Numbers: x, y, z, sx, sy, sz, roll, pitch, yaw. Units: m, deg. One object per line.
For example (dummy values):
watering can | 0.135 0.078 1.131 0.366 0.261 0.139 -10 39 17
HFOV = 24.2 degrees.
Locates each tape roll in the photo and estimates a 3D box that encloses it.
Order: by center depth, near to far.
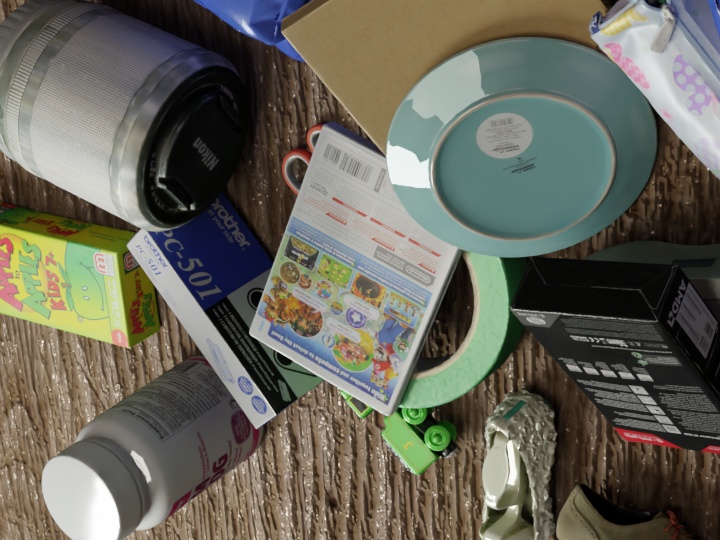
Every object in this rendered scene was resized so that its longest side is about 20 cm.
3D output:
tape roll | 0.038 0.011 1.370 0.200 0.048 0.201 8 109 25

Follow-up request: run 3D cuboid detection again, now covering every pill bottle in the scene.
pill bottle | -0.191 0.168 1.548 0.113 0.200 0.114 18 122 30

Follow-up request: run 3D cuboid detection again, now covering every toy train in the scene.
toy train | 0.005 0.093 1.457 0.056 0.042 0.200 -43 82 12

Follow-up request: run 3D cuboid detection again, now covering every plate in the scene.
plate | 0.118 -0.080 1.227 0.200 0.026 0.200 0 131 0

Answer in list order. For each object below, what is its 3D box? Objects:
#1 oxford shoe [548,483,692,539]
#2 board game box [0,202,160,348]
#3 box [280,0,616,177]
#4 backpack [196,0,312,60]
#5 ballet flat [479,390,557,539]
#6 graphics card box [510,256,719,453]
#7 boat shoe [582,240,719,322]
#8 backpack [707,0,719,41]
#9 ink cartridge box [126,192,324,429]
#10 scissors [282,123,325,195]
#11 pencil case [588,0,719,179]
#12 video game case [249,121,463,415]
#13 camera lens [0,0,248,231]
oxford shoe | 0.247 0.233 1.335 0.200 0.070 0.075 20 103 18
board game box | -0.292 0.003 1.646 0.200 0.048 0.102 12 119 33
box | 0.070 -0.167 1.190 0.200 0.021 0.164 -30 120 23
backpack | -0.085 -0.274 1.259 0.200 0.168 0.163 36 123 18
ballet flat | 0.124 0.194 1.411 0.072 0.072 0.200 15 121 32
graphics card box | 0.209 0.064 1.217 0.125 0.051 0.200 4 151 41
boat shoe | 0.236 0.023 1.233 0.201 0.070 0.072 -1 121 43
backpack | 0.308 -0.156 1.026 0.168 0.163 0.200 -12 115 32
ink cartridge box | -0.110 0.031 1.486 0.200 0.094 0.044 54 140 2
scissors | -0.009 -0.026 1.417 0.073 0.014 0.200 -27 84 37
pencil case | 0.247 -0.118 1.130 0.200 0.083 0.091 49 170 -5
video game case | 0.000 0.000 1.348 0.143 0.018 0.200 29 116 17
camera lens | -0.209 -0.136 1.435 0.200 0.160 0.160 25 125 25
